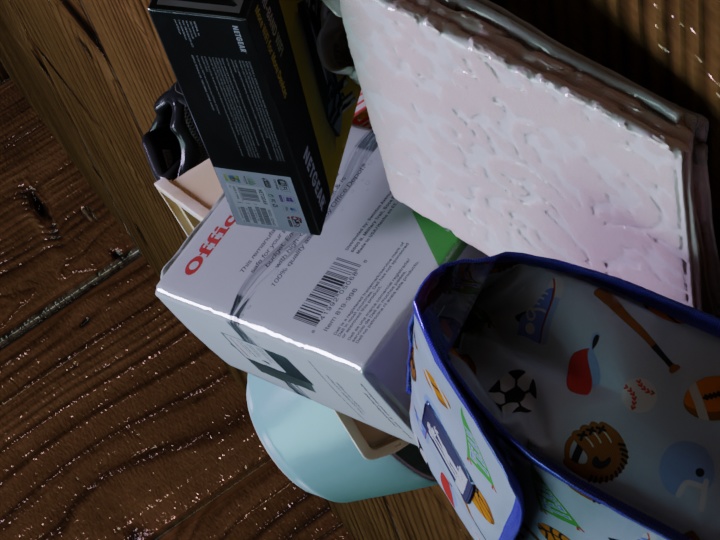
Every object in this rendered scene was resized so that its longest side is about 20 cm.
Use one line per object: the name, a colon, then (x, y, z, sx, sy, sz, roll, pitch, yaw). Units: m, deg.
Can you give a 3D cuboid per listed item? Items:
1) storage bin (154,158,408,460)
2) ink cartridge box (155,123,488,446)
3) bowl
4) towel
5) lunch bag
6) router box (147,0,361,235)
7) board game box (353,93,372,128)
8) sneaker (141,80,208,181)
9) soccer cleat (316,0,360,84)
storage bin: (-0.031, 0.012, 1.337, 0.199, 0.094, 0.200, 59, 170, -18)
ink cartridge box: (0.000, 0.000, 1.107, 0.200, 0.147, 0.083, 20, 156, 49)
bowl: (-0.018, 0.107, 1.583, 0.201, 0.105, 0.201, 47, -159, -25)
towel: (0.082, -0.049, 0.910, 0.200, 0.032, 0.191, 32, 158, 29)
lunch bag: (0.109, 0.081, 0.892, 0.200, 0.124, 0.170, 28, 161, 10)
router box: (-0.042, -0.136, 1.014, 0.052, 0.158, 0.200, 8, 153, 14)
board game box: (0.025, -0.045, 1.291, 0.200, 0.046, 0.151, 61, 169, -25)
sneaker: (-0.118, -0.092, 1.646, 0.076, 0.114, 0.200, 51, 171, 38)
soccer cleat: (0.013, -0.118, 1.013, 0.069, 0.077, 0.200, 53, 170, 19)
